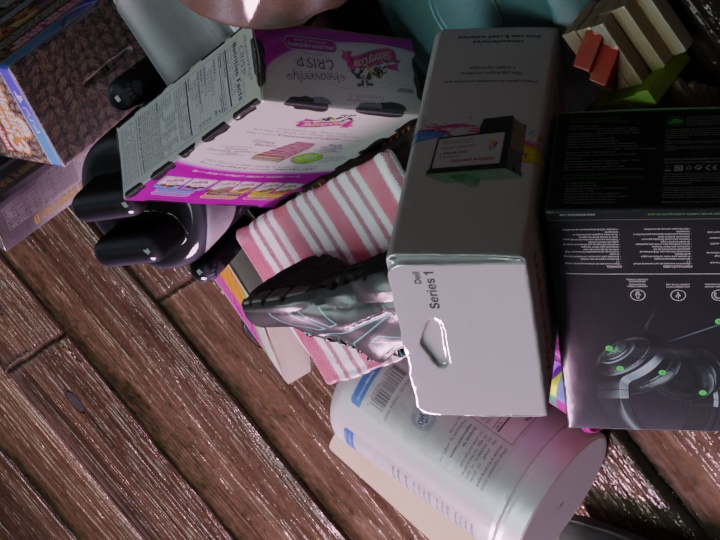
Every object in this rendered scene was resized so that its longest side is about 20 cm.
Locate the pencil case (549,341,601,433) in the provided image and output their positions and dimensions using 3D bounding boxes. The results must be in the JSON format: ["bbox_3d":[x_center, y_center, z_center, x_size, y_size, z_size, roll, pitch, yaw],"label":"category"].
[{"bbox_3d":[0.115,0.041,1.202,0.199,0.088,0.089,30,147,24],"label":"pencil case"}]

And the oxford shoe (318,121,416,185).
[{"bbox_3d":[0.045,-0.085,1.175,0.199,0.071,0.073,10,125,37],"label":"oxford shoe"}]

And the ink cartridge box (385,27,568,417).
[{"bbox_3d":[0.080,-0.030,0.986,0.083,0.201,0.145,1,138,14],"label":"ink cartridge box"}]

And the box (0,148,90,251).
[{"bbox_3d":[-0.303,-0.113,1.459,0.158,0.200,0.049,23,140,35],"label":"box"}]

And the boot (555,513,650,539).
[{"bbox_3d":[0.262,0.291,1.322,0.199,0.072,0.183,-6,108,48],"label":"boot"}]

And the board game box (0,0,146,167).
[{"bbox_3d":[-0.273,-0.182,1.378,0.199,0.159,0.097,12,137,47],"label":"board game box"}]

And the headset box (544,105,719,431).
[{"bbox_3d":[0.207,0.008,0.963,0.173,0.093,0.201,0,133,14],"label":"headset box"}]

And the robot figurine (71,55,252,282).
[{"bbox_3d":[-0.145,-0.081,1.284,0.124,0.200,0.151,28,134,11],"label":"robot figurine"}]

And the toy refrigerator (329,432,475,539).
[{"bbox_3d":[0.073,0.189,1.458,0.200,0.070,0.076,40,143,12],"label":"toy refrigerator"}]

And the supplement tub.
[{"bbox_3d":[0.086,0.133,1.307,0.199,0.132,0.132,34,148,23],"label":"supplement tub"}]

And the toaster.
[{"bbox_3d":[-0.100,-0.205,1.167,0.129,0.113,0.200,51,152,-2],"label":"toaster"}]

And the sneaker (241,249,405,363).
[{"bbox_3d":[-0.008,0.032,1.156,0.199,0.075,0.080,-7,115,45],"label":"sneaker"}]

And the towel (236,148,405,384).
[{"bbox_3d":[0.000,0.000,1.204,0.199,0.030,0.147,-24,100,48],"label":"towel"}]

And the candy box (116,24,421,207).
[{"bbox_3d":[-0.068,-0.106,1.131,0.199,0.136,0.062,-26,69,50],"label":"candy box"}]

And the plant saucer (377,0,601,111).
[{"bbox_3d":[0.076,-0.176,1.055,0.200,0.027,0.201,34,148,25],"label":"plant saucer"}]

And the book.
[{"bbox_3d":[-0.112,-0.008,1.429,0.200,0.048,0.134,52,163,31],"label":"book"}]

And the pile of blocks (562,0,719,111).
[{"bbox_3d":[0.176,-0.078,0.990,0.082,0.062,0.201,13,140,37],"label":"pile of blocks"}]

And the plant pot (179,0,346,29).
[{"bbox_3d":[-0.062,-0.267,0.971,0.200,0.200,0.199,37,156,18],"label":"plant pot"}]
